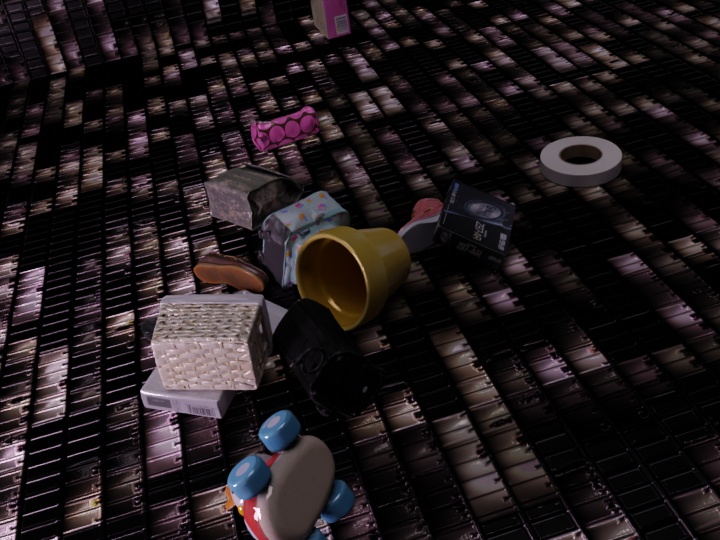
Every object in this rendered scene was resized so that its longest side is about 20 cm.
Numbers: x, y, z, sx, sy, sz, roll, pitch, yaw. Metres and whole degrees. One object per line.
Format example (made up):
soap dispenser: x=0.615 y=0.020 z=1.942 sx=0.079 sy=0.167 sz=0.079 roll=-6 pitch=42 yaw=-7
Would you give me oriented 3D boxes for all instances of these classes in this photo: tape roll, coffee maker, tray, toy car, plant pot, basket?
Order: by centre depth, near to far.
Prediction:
toy car: x=-0.148 y=0.343 z=1.240 sx=0.198 sy=0.185 sz=0.177 roll=-20 pitch=24 yaw=40
coffee maker: x=-0.072 y=0.139 z=1.445 sx=0.134 sy=0.193 sz=0.200 roll=-36 pitch=39 yaw=-9
basket: x=-0.270 y=0.133 z=1.473 sx=0.196 sy=0.137 sz=0.124 roll=-1 pitch=37 yaw=6
plant pot: x=0.000 y=0.000 z=1.638 sx=0.199 sy=0.204 sz=0.188 roll=20 pitch=28 yaw=35
tray: x=-0.215 y=0.095 z=1.672 sx=0.198 sy=0.023 sz=0.107 roll=22 pitch=30 yaw=36
tape roll: x=0.547 y=-0.273 z=2.007 sx=0.199 sy=0.037 sz=0.204 roll=-6 pitch=36 yaw=5

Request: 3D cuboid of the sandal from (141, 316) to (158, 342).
sandal: x=-0.373 y=0.125 z=1.659 sx=0.198 sy=0.049 sz=0.075 roll=17 pitch=43 yaw=31

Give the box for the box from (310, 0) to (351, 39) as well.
box: x=-0.119 y=-0.998 z=3.053 sx=0.095 sy=0.178 sz=0.201 roll=-17 pitch=35 yaw=-11

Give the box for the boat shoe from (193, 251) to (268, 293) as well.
boat shoe: x=-0.280 y=-0.004 z=1.797 sx=0.198 sy=0.071 sz=0.070 roll=14 pitch=45 yaw=29

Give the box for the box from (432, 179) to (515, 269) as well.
box: x=0.253 y=-0.105 z=1.782 sx=0.158 sy=0.044 sz=0.201 roll=24 pitch=40 yaw=1

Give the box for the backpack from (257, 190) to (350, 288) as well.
backpack: x=-0.108 y=-0.068 z=1.760 sx=0.152 sy=0.177 sz=0.200 roll=34 pitch=52 yaw=23

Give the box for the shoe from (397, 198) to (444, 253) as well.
shoe: x=0.138 y=-0.105 z=1.846 sx=0.198 sy=0.072 sz=0.091 roll=-26 pitch=37 yaw=-30

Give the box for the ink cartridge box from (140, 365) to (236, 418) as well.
ink cartridge box: x=-0.305 y=0.190 z=1.553 sx=0.160 sy=0.058 sz=0.201 roll=5 pitch=32 yaw=14

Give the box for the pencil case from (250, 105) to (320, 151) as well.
pencil case: x=-0.216 y=-0.415 z=2.336 sx=0.198 sy=0.095 sz=0.091 roll=-24 pitch=37 yaw=-21

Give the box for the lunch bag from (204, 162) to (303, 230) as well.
lunch bag: x=-0.262 y=-0.202 z=2.033 sx=0.163 sy=0.119 sz=0.199 roll=19 pitch=38 yaw=35
